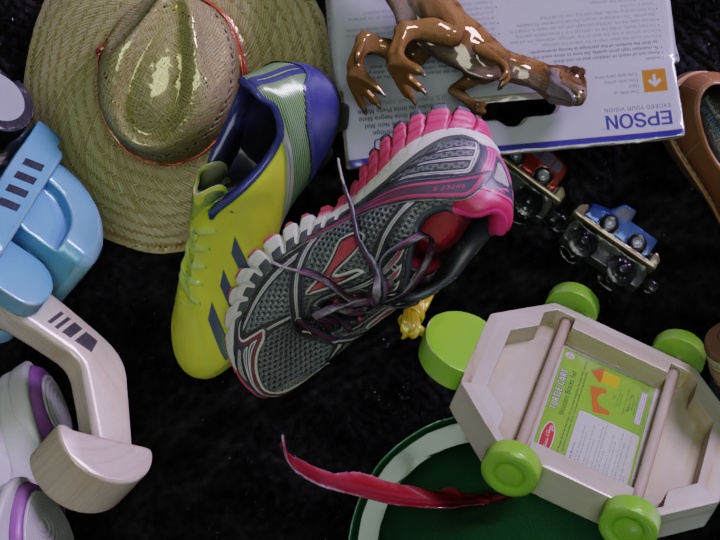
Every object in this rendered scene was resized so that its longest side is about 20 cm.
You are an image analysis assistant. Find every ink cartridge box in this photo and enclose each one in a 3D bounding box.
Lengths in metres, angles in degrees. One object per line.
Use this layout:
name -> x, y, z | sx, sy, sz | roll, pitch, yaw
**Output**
ink cartridge box -> 0.078, -0.158, 1.055 | 0.197, 0.041, 0.203 | -4, 77, 0

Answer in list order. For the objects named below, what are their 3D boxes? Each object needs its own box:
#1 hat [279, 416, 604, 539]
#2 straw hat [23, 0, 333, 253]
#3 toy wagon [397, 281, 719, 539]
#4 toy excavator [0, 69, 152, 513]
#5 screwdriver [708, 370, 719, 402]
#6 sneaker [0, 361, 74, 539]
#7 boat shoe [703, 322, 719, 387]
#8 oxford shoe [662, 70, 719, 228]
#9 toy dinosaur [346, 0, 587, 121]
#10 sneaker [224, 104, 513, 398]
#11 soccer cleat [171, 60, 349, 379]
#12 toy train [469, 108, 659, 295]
hat -> 0.064, 0.163, 0.996 | 0.197, 0.176, 0.168 | -3, 88, 2
straw hat -> -0.111, -0.111, 1.054 | 0.198, 0.085, 0.204 | 0, 89, 2
toy wagon -> 0.111, 0.070, 1.021 | 0.198, 0.156, 0.040 | 24, 131, 4
toy excavator -> -0.182, 0.012, 1.017 | 0.199, 0.195, 0.100 | 35, 129, -13
screwdriver -> 0.211, 0.133, 1.068 | 0.029, 0.028, 0.203 | 4, 90, -41
sneaker -> -0.210, 0.136, 1.015 | 0.099, 0.201, 0.075 | -21, 121, 8
boat shoe -> 0.290, 0.066, 1.025 | 0.197, 0.074, 0.067 | 4, 121, 8
oxford shoe -> 0.244, -0.029, 1.048 | 0.071, 0.071, 0.200 | -42, 95, -2
toy dinosaur -> 0.033, -0.140, 1.012 | 0.200, 0.060, 0.106 | 42, 58, 4
sneaker -> 0.000, 0.000, 0.993 | 0.200, 0.080, 0.075 | -46, 43, 24
soccer cleat -> -0.075, -0.027, 1.028 | 0.065, 0.083, 0.202 | 40, 118, 32
toy train -> 0.096, -0.054, 1.074 | 0.199, 0.034, 0.046 | 37, 78, 3
